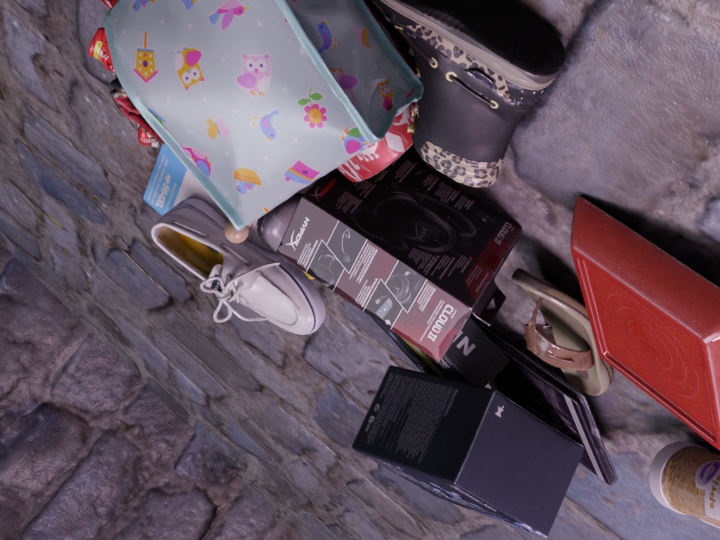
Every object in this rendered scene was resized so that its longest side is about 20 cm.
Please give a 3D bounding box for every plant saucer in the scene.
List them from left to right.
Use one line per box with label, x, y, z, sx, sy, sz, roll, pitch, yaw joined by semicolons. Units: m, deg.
plant saucer;0.255;0.057;1.038;0.200;0.037;0.201;40;163;42

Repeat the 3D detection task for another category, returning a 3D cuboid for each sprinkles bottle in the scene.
sprinkles bottle;0.341;0.206;1.124;0.068;0.068;0.200;47;170;-11

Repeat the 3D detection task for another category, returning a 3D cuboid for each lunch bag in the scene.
lunch bag;-0.080;-0.160;0.909;0.170;0.122;0.201;-30;103;37

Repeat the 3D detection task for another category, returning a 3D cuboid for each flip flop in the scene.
flip flop;0.193;0.071;1.191;0.081;0.058;0.201;33;163;39

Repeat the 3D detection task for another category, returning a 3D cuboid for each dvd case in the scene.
dvd case;0.195;0.140;1.350;0.200;0.016;0.149;37;161;48

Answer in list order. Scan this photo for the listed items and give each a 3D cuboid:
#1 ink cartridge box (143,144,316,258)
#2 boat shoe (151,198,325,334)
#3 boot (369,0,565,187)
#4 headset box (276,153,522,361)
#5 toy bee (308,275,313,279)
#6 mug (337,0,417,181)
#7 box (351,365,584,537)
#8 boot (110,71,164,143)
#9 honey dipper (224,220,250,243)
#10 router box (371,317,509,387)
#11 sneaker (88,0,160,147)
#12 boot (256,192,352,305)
ink cartridge box;-0.108;-0.081;1.314;0.200;0.128;0.126;40;130;11
boat shoe;-0.132;0.007;1.235;0.201;0.086;0.075;39;130;11
boot;0.050;-0.165;0.959;0.203;0.074;0.154;35;146;11
headset box;0.047;-0.022;1.123;0.199;0.149;0.078;34;130;4
toy bee;-0.097;-0.034;1.471;0.130;0.109;0.200;38;159;9
mug;-0.030;-0.197;1.062;0.133;0.178;0.200;-32;112;31
box;0.114;0.193;1.333;0.148;0.108;0.199;33;165;-29
boot;-0.191;-0.229;1.176;0.203;0.154;0.074;43;163;16
honey dipper;-0.056;-0.097;1.140;0.038;0.200;0.038;37;159;17
router box;0.063;0.051;1.374;0.200;0.052;0.157;47;168;-1
sneaker;-0.242;-0.220;1.284;0.077;0.084;0.203;122;141;-69
boot;0.000;0.000;1.185;0.199;0.070;0.131;32;-179;-38
